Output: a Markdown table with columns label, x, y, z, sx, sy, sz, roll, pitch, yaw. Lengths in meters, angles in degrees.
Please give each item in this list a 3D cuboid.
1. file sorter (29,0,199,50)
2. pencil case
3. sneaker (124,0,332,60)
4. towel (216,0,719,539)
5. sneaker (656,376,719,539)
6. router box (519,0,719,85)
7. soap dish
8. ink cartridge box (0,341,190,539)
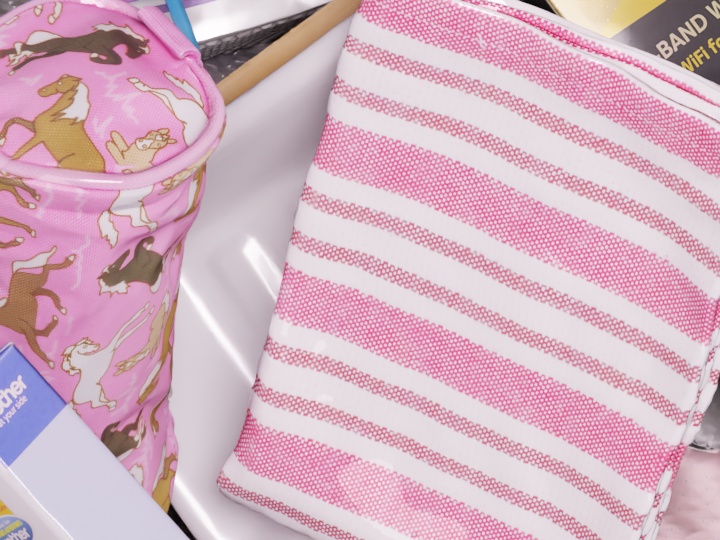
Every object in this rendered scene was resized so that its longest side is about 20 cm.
| label | x | y | z | sx | sy | sz | roll | pitch | yaw |
| --- | --- | --- | --- | --- | --- | --- | --- | --- | --- |
| file sorter | -0.173 | -0.075 | 0.962 | 0.200 | 0.139 | 0.123 | -33 | 57 | 19 |
| pencil case | -0.090 | 0.009 | 0.927 | 0.083 | 0.087 | 0.200 | 12 | 138 | 1 |
| sneaker | -0.034 | -0.139 | 1.029 | 0.200 | 0.073 | 0.115 | -20 | 91 | 0 |
| towel | 0.040 | 0.017 | 0.942 | 0.146 | 0.030 | 0.200 | 23 | 114 | 14 |
| sneaker | 0.081 | 0.100 | 1.020 | 0.200 | 0.076 | 0.116 | -38 | 85 | -8 |
| router box | 0.119 | -0.160 | 0.980 | 0.200 | 0.052 | 0.157 | -38 | 92 | -8 |
| soap dish | 0.000 | 0.000 | 1.014 | 0.200 | 0.081 | 0.158 | -34 | 92 | 26 |
| ink cartridge box | -0.098 | 0.099 | 0.913 | 0.200 | 0.042 | 0.119 | 47 | 140 | -9 |
